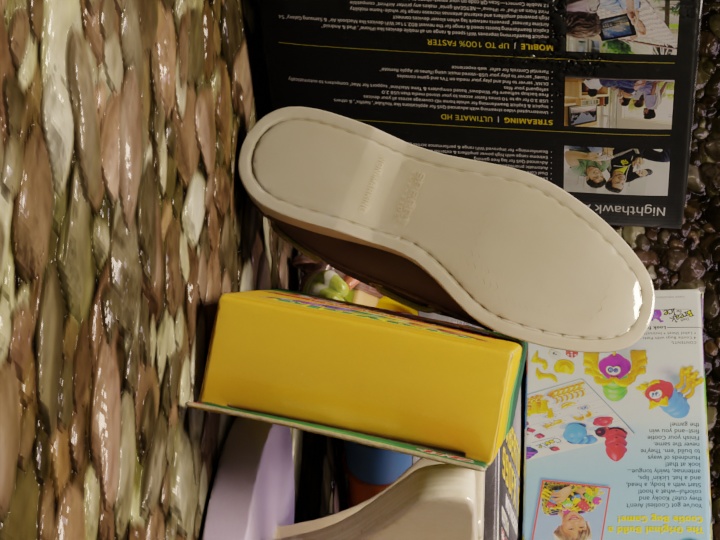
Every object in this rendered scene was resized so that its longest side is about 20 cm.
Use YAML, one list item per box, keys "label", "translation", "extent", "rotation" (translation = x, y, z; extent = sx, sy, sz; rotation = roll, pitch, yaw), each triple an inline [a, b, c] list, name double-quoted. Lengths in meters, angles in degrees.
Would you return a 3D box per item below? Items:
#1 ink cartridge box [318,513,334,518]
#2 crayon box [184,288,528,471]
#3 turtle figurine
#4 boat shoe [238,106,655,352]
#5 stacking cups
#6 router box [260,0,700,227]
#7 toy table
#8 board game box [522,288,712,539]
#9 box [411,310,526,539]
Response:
- label: "ink cartridge box"
  translation: [0.016, 0.261, 1.191]
  extent: [0.145, 0.083, 0.201]
  rotation: [77, 14, -60]
- label: "crayon box"
  translation: [0.006, 0.044, 0.868]
  extent: [0.200, 0.126, 0.051]
  rotation: [-6, 108, -84]
- label: "turtle figurine"
  translation: [0.000, 0.000, 1.076]
  extent: [0.162, 0.064, 0.200]
  rotation: [-70, 161, -5]
- label: "boat shoe"
  translation: [0.039, -0.013, 0.904]
  extent: [0.060, 0.199, 0.072]
  rotation: [76, 37, -72]
- label: "stacking cups"
  translation: [0.016, 0.105, 1.272]
  extent: [0.201, 0.060, 0.061]
  rotation: [85, 9, -45]
- label: "router box"
  translation: [0.057, -0.094, 0.934]
  extent: [0.150, 0.199, 0.051]
  rotation: [86, 12, -45]
- label: "toy table"
  translation: [-0.005, 0.152, 0.870]
  extent: [0.184, 0.116, 0.201]
  rotation: [81, 11, -56]
- label: "board game box"
  translation: [0.148, 0.123, 1.137]
  extent: [0.103, 0.104, 0.201]
  rotation: [76, 15, -54]
- label: "box"
  translation: [0.067, 0.110, 1.114]
  extent: [0.200, 0.048, 0.159]
  rotation: [69, 22, -63]
